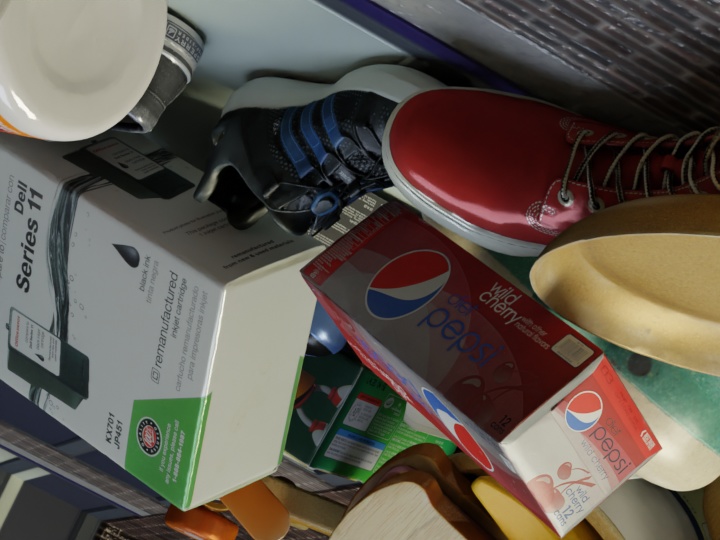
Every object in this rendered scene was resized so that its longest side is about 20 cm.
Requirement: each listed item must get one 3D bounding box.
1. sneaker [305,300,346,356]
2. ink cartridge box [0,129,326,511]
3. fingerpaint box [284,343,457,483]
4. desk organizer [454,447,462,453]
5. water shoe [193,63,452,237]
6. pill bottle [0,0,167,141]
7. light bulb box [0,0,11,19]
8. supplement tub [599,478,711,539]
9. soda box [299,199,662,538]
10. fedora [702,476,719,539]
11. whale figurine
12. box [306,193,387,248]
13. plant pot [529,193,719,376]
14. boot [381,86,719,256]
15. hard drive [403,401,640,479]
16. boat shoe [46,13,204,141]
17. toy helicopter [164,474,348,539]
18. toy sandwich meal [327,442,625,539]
[{"bbox_3d":[-0.095,0.029,1.349,0.199,0.078,0.070,16,163,35],"label":"sneaker"},{"bbox_3d":[-0.128,0.014,1.257,0.200,0.147,0.083,31,-146,31],"label":"ink cartridge box"},{"bbox_3d":[-0.040,0.066,1.471,0.166,0.074,0.200,31,-179,26],"label":"fingerpaint box"},{"bbox_3d":[0.077,0.151,1.563,0.072,0.077,0.200,56,177,-38],"label":"desk organizer"},{"bbox_3d":[-0.007,-0.050,1.129,0.071,0.079,0.200,33,163,-30],"label":"water shoe"},{"bbox_3d":[-0.197,-0.128,1.103,0.199,0.113,0.113,12,161,42],"label":"pill bottle"},{"bbox_3d":[-0.258,-0.142,0.988,0.199,0.199,0.125,13,159,42],"label":"light bulb box"},{"bbox_3d":[0.167,0.174,1.388,0.144,0.146,0.200,17,-171,28],"label":"supplement tub"},{"bbox_3d":[0.052,0.040,1.070,0.070,0.063,0.200,55,171,-35],"label":"soda box"},{"bbox_3d":[0.247,0.125,1.244,0.082,0.200,0.201,62,180,24],"label":"fedora"},{"bbox_3d":[0.122,0.018,1.164,0.200,0.104,0.159,45,-174,21],"label":"whale figurine"},{"bbox_3d":[0.000,0.000,1.343,0.199,0.050,0.158,29,166,-12],"label":"box"},{"bbox_3d":[0.170,0.009,0.952,0.199,0.028,0.200,12,165,3],"label":"plant pot"},{"bbox_3d":[0.112,-0.045,0.979,0.199,0.073,0.144,18,165,-4],"label":"boot"},{"bbox_3d":[0.134,0.088,1.314,0.131,0.026,0.200,14,-173,35],"label":"hard drive"},{"bbox_3d":[-0.162,-0.102,1.221,0.199,0.068,0.072,10,159,46],"label":"boat shoe"},{"bbox_3d":[-0.047,0.135,1.389,0.199,0.079,0.132,18,166,27],"label":"toy helicopter"},{"bbox_3d":[0.070,0.187,1.271,0.204,0.206,0.070,15,-154,33],"label":"toy sandwich meal"}]
